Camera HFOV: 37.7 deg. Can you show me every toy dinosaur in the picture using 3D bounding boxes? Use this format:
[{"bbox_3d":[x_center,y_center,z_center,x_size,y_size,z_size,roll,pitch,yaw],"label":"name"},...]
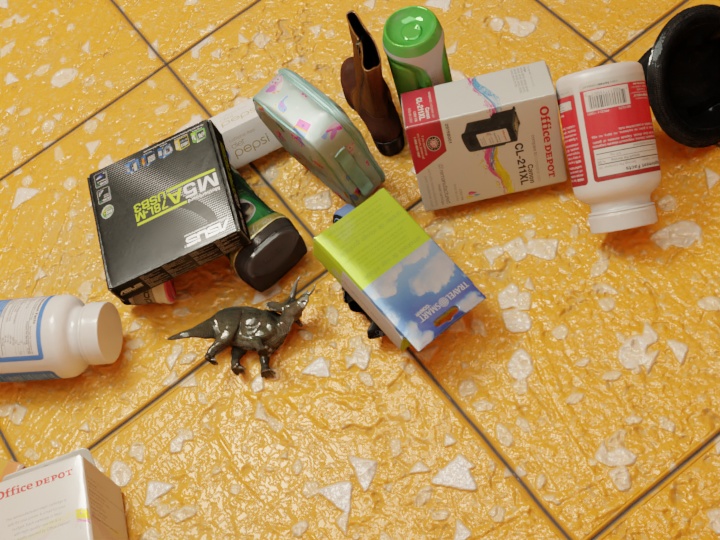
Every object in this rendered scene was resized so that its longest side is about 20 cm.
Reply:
[{"bbox_3d":[-0.151,0.082,1.389,0.198,0.077,0.103,-9,46,15],"label":"toy dinosaur"}]

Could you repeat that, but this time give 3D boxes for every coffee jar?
[{"bbox_3d":[-0.166,-0.063,1.457,0.104,0.086,0.200,-41,58,-10],"label":"coffee jar"}]

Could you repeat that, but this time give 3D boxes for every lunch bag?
[{"bbox_3d":[-0.048,-0.175,1.431,0.160,0.200,0.077,39,85,30],"label":"lunch bag"}]

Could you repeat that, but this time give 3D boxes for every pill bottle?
[{"bbox_3d":[0.316,-0.153,1.331,0.111,0.112,0.203,-10,93,8],"label":"pill bottle"},{"bbox_3d":[-0.427,0.091,1.419,0.197,0.113,0.113,-4,59,11],"label":"pill bottle"}]

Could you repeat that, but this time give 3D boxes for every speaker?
[{"bbox_3d":[0.085,-0.265,1.444,0.087,0.201,0.089,-6,59,10],"label":"speaker"}]

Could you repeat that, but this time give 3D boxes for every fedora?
[{"bbox_3d":[0.427,-0.255,1.396,0.201,0.201,0.091,-49,28,-16],"label":"fedora"}]

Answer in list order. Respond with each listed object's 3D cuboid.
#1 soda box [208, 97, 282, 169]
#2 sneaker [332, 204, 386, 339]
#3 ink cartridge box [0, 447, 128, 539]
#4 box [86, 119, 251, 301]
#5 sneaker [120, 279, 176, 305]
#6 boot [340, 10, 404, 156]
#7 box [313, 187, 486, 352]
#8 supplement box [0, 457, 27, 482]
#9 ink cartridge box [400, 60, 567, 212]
[{"bbox_3d":[-0.191,-0.190,1.540,0.198,0.064,0.068,-27,34,-2],"label":"soda box"},{"bbox_3d":[0.000,0.000,1.388,0.077,0.070,0.201,-26,58,-11],"label":"sneaker"},{"bbox_3d":[-0.354,0.326,1.253,0.127,0.126,0.202,-18,57,3],"label":"ink cartridge box"},{"bbox_3d":[-0.262,-0.083,1.424,0.198,0.048,0.195,-23,58,8],"label":"box"},{"bbox_3d":[-0.320,-0.034,1.486,0.086,0.074,0.202,-15,62,-3],"label":"sneaker"},{"bbox_3d":[-0.002,-0.283,1.477,0.068,0.201,0.190,-17,57,3],"label":"boot"},{"bbox_3d":[0.047,0.004,1.324,0.122,0.048,0.200,-36,71,-19],"label":"box"},{"bbox_3d":[-0.516,0.268,1.364,0.198,0.069,0.067,11,63,18],"label":"supplement box"},{"bbox_3d":[0.165,-0.176,1.396,0.198,0.147,0.083,-12,40,7],"label":"ink cartridge box"}]
